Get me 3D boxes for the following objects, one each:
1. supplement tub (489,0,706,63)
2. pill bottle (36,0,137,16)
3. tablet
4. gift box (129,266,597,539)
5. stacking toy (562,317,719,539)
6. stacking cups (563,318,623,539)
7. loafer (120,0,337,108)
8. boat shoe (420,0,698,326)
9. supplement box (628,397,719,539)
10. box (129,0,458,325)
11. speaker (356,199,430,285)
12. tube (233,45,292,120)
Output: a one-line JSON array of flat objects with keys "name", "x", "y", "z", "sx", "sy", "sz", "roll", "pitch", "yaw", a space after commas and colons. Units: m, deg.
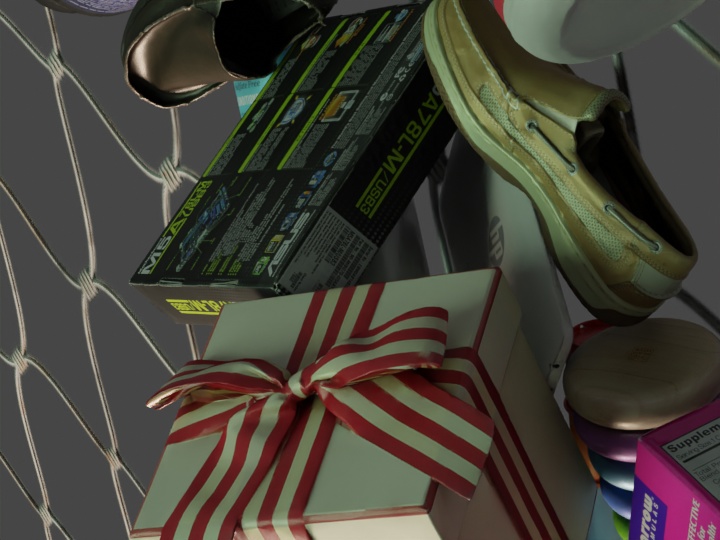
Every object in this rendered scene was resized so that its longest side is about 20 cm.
[{"name": "supplement tub", "x": 0.083, "y": -0.207, "z": 1.125, "sx": 0.201, "sy": 0.140, "sz": 0.141, "roll": 57, "pitch": 152, "yaw": 20}, {"name": "pill bottle", "x": -0.156, "y": -0.225, "z": 1.603, "sx": 0.200, "sy": 0.111, "sz": 0.113, "roll": -13, "pitch": 98, "yaw": 63}, {"name": "tablet", "x": 0.075, "y": -0.002, "z": 1.359, "sx": 0.131, "sy": 0.014, "sz": 0.201, "roll": 105, "pitch": 158, "yaw": -48}, {"name": "gift box", "x": 0.007, "y": 0.118, "z": 1.232, "sx": 0.183, "sy": 0.201, "sz": 0.187, "roll": -12, "pitch": 127, "yaw": 22}, {"name": "stacking toy", "x": 0.162, "y": 0.128, "z": 1.314, "sx": 0.085, "sy": 0.085, "sz": 0.201, "roll": 30, "pitch": 140, "yaw": 51}, {"name": "stacking cups", "x": 0.142, "y": 0.122, "z": 1.378, "sx": 0.060, "sy": 0.060, "sz": 0.201, "roll": 27, "pitch": 128, "yaw": 54}, {"name": "loafer", "x": -0.082, "y": -0.145, "z": 1.491, "sx": 0.200, "sy": 0.073, "sz": 0.072, "roll": -33, "pitch": 37, "yaw": 45}, {"name": "boat shoe", "x": 0.109, "y": -0.073, "z": 1.281, "sx": 0.201, "sy": 0.071, "sz": 0.076, "roll": 55, "pitch": 138, "yaw": 10}, {"name": "supplement box", "x": 0.225, "y": 0.152, "z": 1.179, "sx": 0.200, "sy": 0.103, "sz": 0.102, "roll": 45, "pitch": 147, "yaw": 41}, {"name": "box", "x": -0.025, "y": -0.059, "z": 1.397, "sx": 0.047, "sy": 0.201, "sz": 0.193, "roll": 39, "pitch": 162, "yaw": -20}, {"name": "speaker", "x": 0.000, "y": 0.000, "z": 1.422, "sx": 0.200, "sy": 0.081, "sz": 0.082, "roll": -99, "pitch": 2, "yaw": -60}, {"name": "tube", "x": -0.055, "y": -0.111, "z": 1.582, "sx": 0.077, "sy": 0.050, "sz": 0.201, "roll": -6, "pitch": 100, "yaw": 56}]
